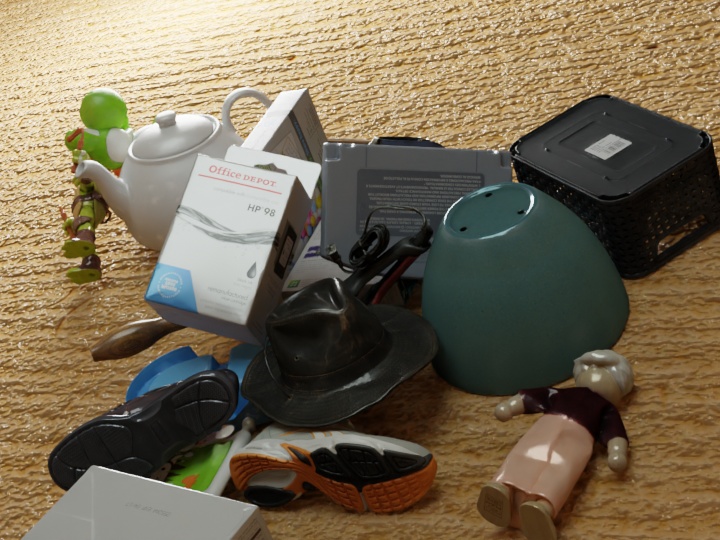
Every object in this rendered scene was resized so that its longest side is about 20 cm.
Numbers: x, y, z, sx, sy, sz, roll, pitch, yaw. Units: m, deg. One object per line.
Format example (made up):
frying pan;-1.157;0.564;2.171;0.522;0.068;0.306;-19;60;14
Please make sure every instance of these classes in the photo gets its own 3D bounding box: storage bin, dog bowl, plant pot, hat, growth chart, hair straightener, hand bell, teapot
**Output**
storage bin;0.258;-0.090;1.418;0.134;0.095;0.200;-30;30;-15
dog bowl;-0.133;0.115;1.391;0.197;0.050;0.112;-17;30;10
plant pot;0.139;0.000;1.311;0.197;0.136;0.201;-16;31;10
hat;-0.029;0.055;1.277;0.198;0.082;0.201;-16;24;7
growth chart;-0.193;0.202;1.304;0.198;0.018;0.145;-19;28;22
hair straightener;0.000;0.000;1.362;0.200;0.076;0.041;-45;20;42
hand bell;-0.184;0.049;1.446;0.198;0.105;0.104;-22;29;-12
teapot;-0.214;-0.129;1.724;0.195;0.148;0.201;-3;30;21

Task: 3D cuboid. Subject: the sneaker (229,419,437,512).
sneaker;-0.017;0.155;1.232;0.198;0.077;0.092;-2;31;30

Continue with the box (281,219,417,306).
box;0.010;-0.028;1.541;0.142;0.037;0.201;-5;36;26

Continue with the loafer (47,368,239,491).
loafer;-0.198;0.149;1.317;0.198;0.073;0.063;-27;7;11

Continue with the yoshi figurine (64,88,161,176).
yoshi figurine;-0.287;-0.185;1.830;0.198;0.113;0.113;5;51;-34

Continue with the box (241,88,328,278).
box;-0.084;-0.086;1.573;0.041;0.157;0.201;-5;33;28

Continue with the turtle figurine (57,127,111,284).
turtle figurine;-0.344;-0.065;1.757;0.063;0.201;0.163;5;51;-15

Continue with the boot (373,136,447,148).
boot;0.097;-0.097;1.480;0.197;0.098;0.075;-7;15;-23

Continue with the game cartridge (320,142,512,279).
game cartridge;0.056;-0.059;1.422;0.197;0.136;0.040;2;-3;-12

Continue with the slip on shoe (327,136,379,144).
slip on shoe;0.026;-0.126;1.659;0.198;0.061;0.076;8;41;41

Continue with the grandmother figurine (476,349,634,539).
grandmother figurine;0.168;0.134;1.160;0.120;0.061;0.200;29;48;20

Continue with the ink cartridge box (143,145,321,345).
ink cartridge box;-0.124;-0.040;1.398;0.114;0.067;0.202;13;73;18

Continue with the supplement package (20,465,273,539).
supplement package;-0.178;0.263;1.122;0.198;0.112;0.156;5;39;39
